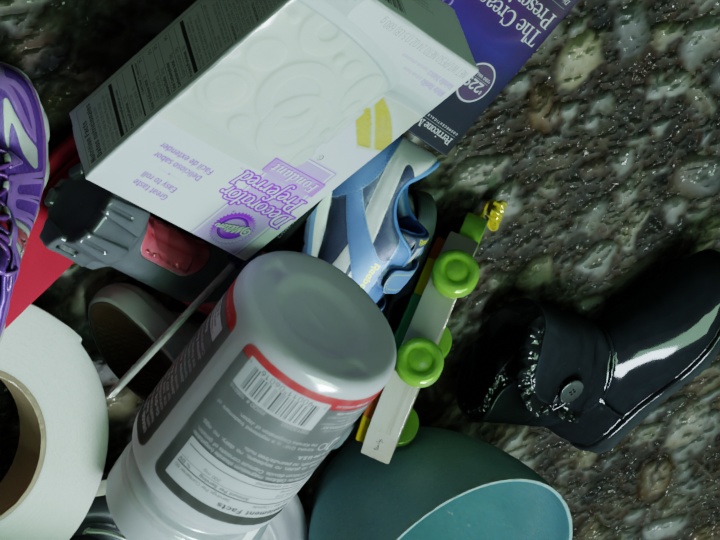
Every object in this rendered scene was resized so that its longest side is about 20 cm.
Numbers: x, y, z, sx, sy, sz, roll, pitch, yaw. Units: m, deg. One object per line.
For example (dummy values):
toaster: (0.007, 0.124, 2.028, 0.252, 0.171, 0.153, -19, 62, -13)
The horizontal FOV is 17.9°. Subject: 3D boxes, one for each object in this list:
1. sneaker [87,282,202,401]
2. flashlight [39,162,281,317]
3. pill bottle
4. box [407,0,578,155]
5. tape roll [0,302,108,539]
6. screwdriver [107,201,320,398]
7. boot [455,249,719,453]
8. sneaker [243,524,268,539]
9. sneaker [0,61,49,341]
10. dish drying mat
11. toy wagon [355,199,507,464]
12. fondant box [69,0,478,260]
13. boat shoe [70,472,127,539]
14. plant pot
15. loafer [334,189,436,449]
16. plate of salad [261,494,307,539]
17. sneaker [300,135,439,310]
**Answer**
sneaker: (-0.110, 0.057, 1.557, 0.200, 0.072, 0.085, 51, 55, -39)
flashlight: (-0.117, -0.017, 1.451, 0.068, 0.068, 0.200, -8, 158, 27)
pill bottle: (-0.074, 0.093, 1.448, 0.113, 0.114, 0.200, 7, 135, -38)
box: (0.024, -0.180, 1.429, 0.141, 0.079, 0.200, -48, 137, 12)
tape roll: (-0.254, 0.109, 1.450, 0.202, 0.037, 0.204, -8, 105, -31)
screwdriver: (-0.090, 0.007, 1.430, 0.200, 0.028, 0.029, -46, 165, -26)
boot: (0.180, 0.051, 1.729, 0.168, 0.077, 0.200, 20, 118, -47)
sneaker: (-0.085, 0.217, 1.600, 0.120, 0.084, 0.200, 20, 122, -36)
sneaker: (-0.217, -0.024, 1.335, 0.080, 0.083, 0.202, 9, 82, -22)
dish drying mat: (-0.213, -0.008, 1.408, 0.200, 0.018, 0.077, -46, 141, -19)
toy wagon: (0.050, 0.035, 1.604, 0.155, 0.039, 0.201, 106, 7, -69)
fondant box: (-0.051, -0.105, 1.353, 0.200, 0.058, 0.144, -37, 139, 24)
boat shoe: (-0.230, 0.180, 1.539, 0.199, 0.073, 0.063, -10, 92, -25)
plant pot: (0.038, 0.194, 1.705, 0.199, 0.135, 0.201, -22, 135, -23)
loafer: (-0.011, 0.029, 1.598, 0.063, 0.072, 0.201, 15, 110, -20)
plate of salad: (-0.132, 0.215, 1.668, 0.199, 0.048, 0.201, -15, 124, -23)
sneaker: (0.000, 0.000, 1.518, 0.082, 0.074, 0.201, 10, 108, 2)
